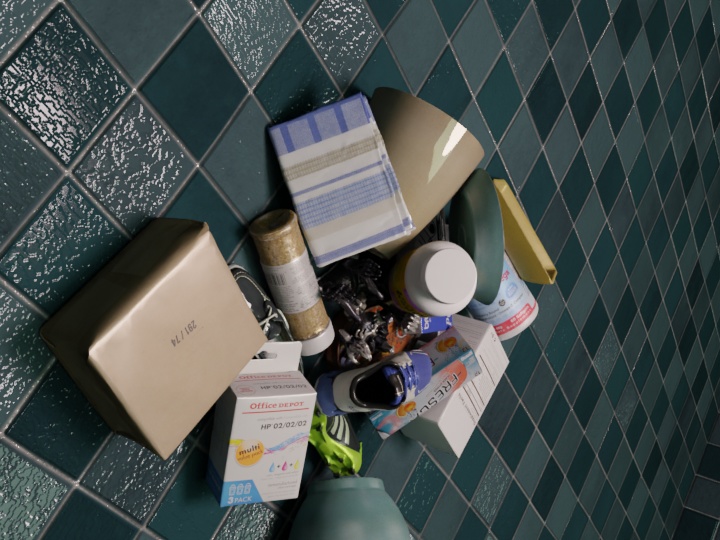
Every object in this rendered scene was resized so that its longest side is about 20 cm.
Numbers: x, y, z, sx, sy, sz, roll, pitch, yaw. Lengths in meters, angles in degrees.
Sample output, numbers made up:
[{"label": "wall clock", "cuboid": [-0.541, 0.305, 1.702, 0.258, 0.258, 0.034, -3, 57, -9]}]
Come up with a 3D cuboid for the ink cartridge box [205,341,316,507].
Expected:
[{"label": "ink cartridge box", "cuboid": [-0.128, 0.199, 1.095, 0.113, 0.068, 0.203, 0, 110, -29]}]

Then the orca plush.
[{"label": "orca plush", "cuboid": [0.000, 0.000, 1.247, 0.198, 0.070, 0.107, -9, 106, -49]}]

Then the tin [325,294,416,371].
[{"label": "tin", "cuboid": [0.019, 0.102, 1.326, 0.198, 0.041, 0.114, -16, 116, -47]}]

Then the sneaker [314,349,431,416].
[{"label": "sneaker", "cuboid": [0.043, 0.166, 1.204, 0.197, 0.114, 0.082, -9, 88, -38]}]

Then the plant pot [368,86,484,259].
[{"label": "plant pot", "cuboid": [0.052, -0.125, 1.211, 0.187, 0.186, 0.202, 34, 84, -49]}]

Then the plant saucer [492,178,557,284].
[{"label": "plant saucer", "cuboid": [0.277, -0.064, 1.491, 0.202, 0.048, 0.200, 61, 17, 3]}]

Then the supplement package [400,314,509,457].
[{"label": "supplement package", "cuboid": [0.149, 0.191, 1.440, 0.201, 0.120, 0.120, -56, 139, -23]}]

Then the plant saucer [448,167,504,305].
[{"label": "plant saucer", "cuboid": [0.165, -0.049, 1.243, 0.035, 0.200, 0.204, -4, 107, -9]}]

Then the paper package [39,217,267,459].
[{"label": "paper package", "cuboid": [-0.228, 0.075, 0.965, 0.200, 0.102, 0.192, -50, 133, -31]}]

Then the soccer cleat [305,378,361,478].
[{"label": "soccer cleat", "cuboid": [-0.055, 0.225, 1.256, 0.202, 0.067, 0.082, 61, 25, -30]}]

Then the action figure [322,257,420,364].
[{"label": "action figure", "cuboid": [0.015, 0.078, 1.201, 0.119, 0.102, 0.201, -40, 140, -12]}]

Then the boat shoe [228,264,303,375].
[{"label": "boat shoe", "cuboid": [-0.128, 0.078, 1.120, 0.076, 0.060, 0.202, -49, 133, -29]}]

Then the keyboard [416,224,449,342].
[{"label": "keyboard", "cuboid": [0.120, 0.022, 1.410, 0.011, 0.056, 0.204, -5, 104, -53]}]

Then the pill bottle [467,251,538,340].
[{"label": "pill bottle", "cuboid": [0.215, 0.013, 1.449, 0.109, 0.108, 0.201, -46, 108, -32]}]

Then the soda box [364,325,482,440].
[{"label": "soda box", "cuboid": [0.093, 0.179, 1.343, 0.198, 0.069, 0.064, -34, 130, -3]}]

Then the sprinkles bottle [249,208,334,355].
[{"label": "sprinkles bottle", "cuboid": [-0.091, 0.019, 1.143, 0.068, 0.068, 0.202, -41, 129, -36]}]

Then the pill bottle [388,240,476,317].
[{"label": "pill bottle", "cuboid": [0.105, 0.014, 1.205, 0.102, 0.200, 0.106, 1, 85, -8]}]

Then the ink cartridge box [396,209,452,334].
[{"label": "ink cartridge box", "cuboid": [0.101, -0.002, 1.354, 0.093, 0.044, 0.204, -2, 88, -51]}]

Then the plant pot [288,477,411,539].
[{"label": "plant pot", "cuboid": [-0.018, 0.386, 1.256, 0.199, 0.198, 0.136, 24, 56, -50]}]

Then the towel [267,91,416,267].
[{"label": "towel", "cuboid": [-0.025, -0.119, 1.118, 0.145, 0.024, 0.203, -21, 95, -4]}]
